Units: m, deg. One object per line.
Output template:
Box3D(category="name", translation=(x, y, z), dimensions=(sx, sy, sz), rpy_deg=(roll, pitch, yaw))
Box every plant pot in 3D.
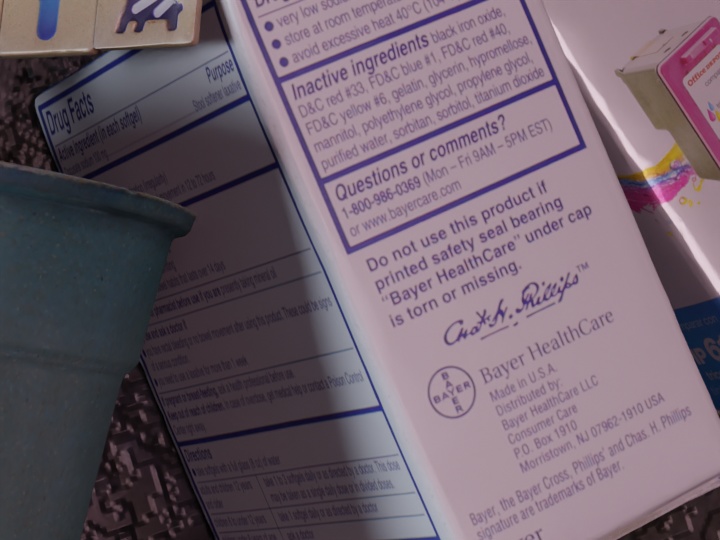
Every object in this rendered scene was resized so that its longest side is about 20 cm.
Box3D(category="plant pot", translation=(-0.162, 0.063, 0.738), dimensions=(0.200, 0.200, 0.196), rpy_deg=(10, 87, -23))

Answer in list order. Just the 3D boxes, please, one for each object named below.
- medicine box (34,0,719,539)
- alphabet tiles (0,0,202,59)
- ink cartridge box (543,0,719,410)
Box3D(category="medicine box", translation=(0.000, 0.000, 0.814), dimensions=(0.103, 0.182, 0.200), rpy_deg=(-24, 93, -26))
Box3D(category="alphabet tiles", translation=(-0.083, -0.160, 0.743), dimensions=(0.006, 0.166, 0.200), rpy_deg=(23, 69, -61))
Box3D(category="ink cartridge box", translation=(0.130, -0.068, 0.937), dimensions=(0.145, 0.085, 0.200), rpy_deg=(-38, 97, -24))
